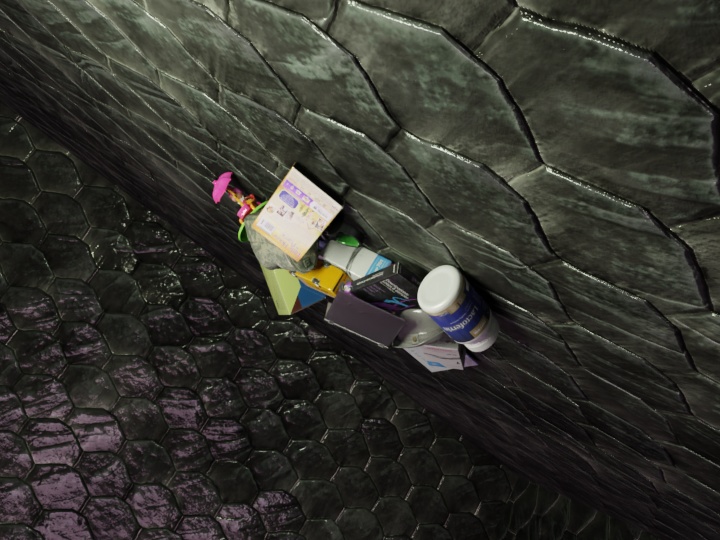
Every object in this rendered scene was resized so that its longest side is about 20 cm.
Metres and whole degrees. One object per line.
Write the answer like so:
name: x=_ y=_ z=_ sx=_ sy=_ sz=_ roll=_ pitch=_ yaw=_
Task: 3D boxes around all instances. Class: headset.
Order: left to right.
headset: x=-0.086 y=-0.098 z=1.404 sx=0.196 sy=0.097 sz=0.123 roll=27 pitch=167 yaw=-14

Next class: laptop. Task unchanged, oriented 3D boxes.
laptop: x=0.010 y=0.107 z=1.472 sx=0.182 sy=0.119 sz=0.201 roll=25 pitch=-165 yaw=-6

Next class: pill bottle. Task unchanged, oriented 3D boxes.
pill bottle: x=0.224 y=0.091 z=1.277 sx=0.199 sy=0.118 sz=0.114 roll=42 pitch=163 yaw=-33

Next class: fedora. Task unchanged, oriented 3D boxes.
fedora: x=0.154 y=0.122 z=1.494 sx=0.197 sy=0.176 sz=0.093 roll=-8 pitch=111 yaw=48

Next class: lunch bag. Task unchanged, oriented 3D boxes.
lunch bag: x=-0.204 y=-0.079 z=1.510 sx=0.197 sy=0.137 sz=0.173 roll=7 pitch=115 yaw=49

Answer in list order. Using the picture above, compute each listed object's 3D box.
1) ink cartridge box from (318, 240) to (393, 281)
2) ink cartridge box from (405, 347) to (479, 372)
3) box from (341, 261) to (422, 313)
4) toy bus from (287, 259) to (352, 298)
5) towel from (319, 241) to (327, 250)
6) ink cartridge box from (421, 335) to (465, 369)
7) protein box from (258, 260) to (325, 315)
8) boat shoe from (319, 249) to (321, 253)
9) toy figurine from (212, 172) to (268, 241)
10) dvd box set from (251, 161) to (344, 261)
ink cartridge box: x=0.000 y=0.000 z=1.545 sx=0.196 sy=0.087 sz=0.147 roll=29 pitch=165 yaw=25
ink cartridge box: x=0.253 y=0.253 z=1.827 sx=0.196 sy=0.042 sz=0.199 roll=-16 pitch=134 yaw=41
box: x=0.067 y=0.053 z=1.409 sx=0.141 sy=0.037 sz=0.197 roll=32 pitch=141 yaw=-33
toy bus: x=-0.114 y=0.014 z=1.548 sx=0.197 sy=0.066 sz=0.078 roll=20 pitch=162 yaw=45
towel: x=-0.109 y=-0.084 z=1.658 sx=0.143 sy=0.024 sz=0.201 roll=31 pitch=164 yaw=30
ink cartridge box: x=0.239 y=0.215 z=1.657 sx=0.112 sy=0.069 sz=0.201 roll=4 pitch=151 yaw=20
protein box: x=-0.227 y=0.026 z=1.874 sx=0.205 sy=0.132 sz=0.199 roll=69 pitch=161 yaw=-3
boat shoe: x=-0.130 y=-0.028 z=1.694 sx=0.062 sy=0.073 sz=0.199 roll=41 pitch=173 yaw=-16
toy figurine: x=-0.343 y=-0.203 z=1.656 sx=0.184 sy=0.151 sz=0.199 roll=44 pitch=-167 yaw=10
dvd box set: x=-0.146 y=-0.130 z=1.318 sx=0.145 sy=0.030 sz=0.200 roll=35 pitch=124 yaw=-12
